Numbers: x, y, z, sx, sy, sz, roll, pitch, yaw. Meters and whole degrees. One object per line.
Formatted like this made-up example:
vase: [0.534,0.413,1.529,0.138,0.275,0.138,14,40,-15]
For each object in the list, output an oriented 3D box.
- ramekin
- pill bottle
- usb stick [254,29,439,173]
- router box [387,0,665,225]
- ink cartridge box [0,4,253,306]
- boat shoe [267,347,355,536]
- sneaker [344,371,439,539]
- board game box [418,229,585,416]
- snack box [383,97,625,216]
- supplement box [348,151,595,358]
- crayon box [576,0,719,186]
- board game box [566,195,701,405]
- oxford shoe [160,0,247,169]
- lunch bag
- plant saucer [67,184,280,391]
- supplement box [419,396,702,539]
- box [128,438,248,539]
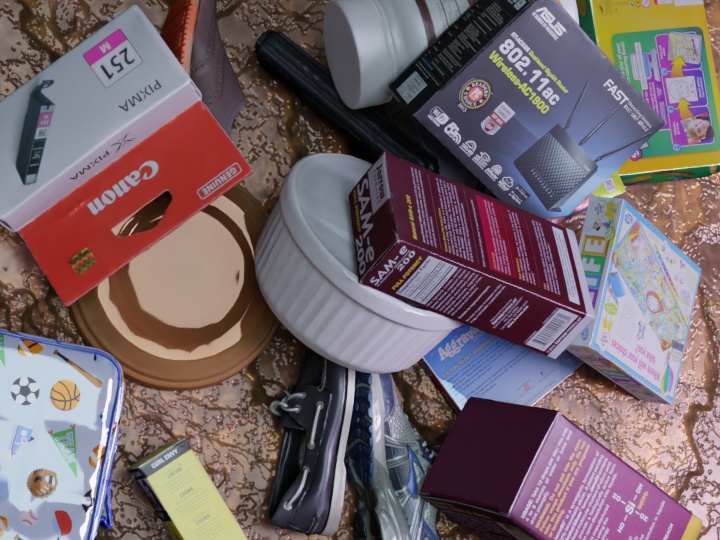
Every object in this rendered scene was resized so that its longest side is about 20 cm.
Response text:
ramekin: [0.000,0.000,1.652,0.202,0.202,0.094,32,118,-9]
pill bottle: [0.077,-0.205,1.671,0.200,0.114,0.114,-13,86,-15]
usb stick: [-0.012,-0.140,1.708,0.200,0.055,0.033,40,80,11]
router box: [0.143,-0.140,1.631,0.150,0.062,0.200,-44,128,7]
ink cartridge box: [-0.218,-0.096,1.617,0.200,0.044,0.174,-36,69,-1]
boat shoe: [-0.045,0.128,1.676,0.063,0.073,0.200,6,83,-17]
sneaker: [0.033,0.173,1.700,0.085,0.077,0.200,-8,92,-27]
board game box: [0.155,0.060,1.771,0.200,0.019,0.103,-36,94,-18]
snack box: [0.124,-0.129,1.765,0.168,0.068,0.200,-23,87,-17]
supplement box: [0.091,-0.011,1.603,0.200,0.061,0.109,22,38,-26]
crayon box: [0.269,-0.184,1.819,0.119,0.058,0.200,-7,84,-17]
board game box: [0.243,0.030,1.726,0.200,0.034,0.135,33,68,-55]
oxford shoe: [-0.138,-0.167,1.694,0.072,0.071,0.200,11,73,-24]
lunch bag: [-0.278,0.153,1.605,0.160,0.076,0.200,14,77,-16]
plant saucer: [-0.157,0.003,1.680,0.200,0.037,0.201,2,82,-15]
supplement box: [0.173,0.205,1.669,0.200,0.131,0.103,37,73,-30]
box: [-0.121,0.238,1.637,0.050,0.075,0.200,-32,93,-16]
